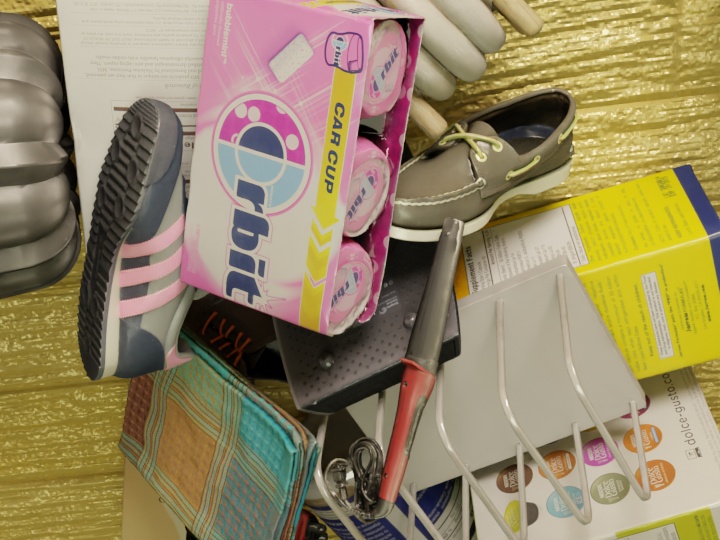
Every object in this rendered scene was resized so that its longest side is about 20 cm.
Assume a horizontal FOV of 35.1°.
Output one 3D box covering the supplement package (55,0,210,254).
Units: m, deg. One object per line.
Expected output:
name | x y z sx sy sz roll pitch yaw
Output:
supplement package | -0.134 -0.120 0.777 0.109 0.114 0.201 1 123 -1

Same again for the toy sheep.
toy sheep | 0.041 -0.173 0.739 0.138 0.138 0.200 40 99 -22

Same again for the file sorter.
file sorter | 0.085 0.112 0.787 0.199 0.125 0.139 -25 118 20

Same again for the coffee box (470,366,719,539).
coffee box | 0.208 0.208 0.926 0.197 0.200 0.201 -19 121 11

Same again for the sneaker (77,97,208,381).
sneaker | -0.131 -0.019 0.747 0.082 0.070 0.201 0 124 -31

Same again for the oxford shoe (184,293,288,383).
oxford shoe | -0.098 0.038 0.895 0.199 0.073 0.071 21 120 -12

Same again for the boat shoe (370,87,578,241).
boat shoe | 0.080 -0.076 0.777 0.072 0.201 0.061 32 130 31

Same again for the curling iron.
curling iron | 0.026 0.063 0.712 0.049 0.026 0.201 21 95 16

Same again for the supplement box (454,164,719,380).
supplement box | 0.175 0.015 0.863 0.199 0.109 0.110 -16 120 10

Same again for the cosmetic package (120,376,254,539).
cosmetic package | -0.149 0.166 0.973 0.104 0.071 0.201 5 121 -4

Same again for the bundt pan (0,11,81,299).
bundt pan | -0.230 -0.077 0.761 0.075 0.202 0.203 -5 122 -10

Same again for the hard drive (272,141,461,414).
hard drive | 0.000 0.000 0.807 0.134 0.201 0.042 -26 138 14

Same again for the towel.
towel | -0.111 0.129 0.818 0.022 0.200 0.148 -10 125 -43

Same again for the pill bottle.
pill bottle | 0.036 0.200 0.969 0.115 0.116 0.200 -32 116 17

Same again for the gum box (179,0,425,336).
gum box | -0.039 -0.066 0.697 0.113 0.066 0.201 19 112 26

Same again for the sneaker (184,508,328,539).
sneaker | -0.086 0.220 0.931 0.097 0.071 0.201 7 156 16
